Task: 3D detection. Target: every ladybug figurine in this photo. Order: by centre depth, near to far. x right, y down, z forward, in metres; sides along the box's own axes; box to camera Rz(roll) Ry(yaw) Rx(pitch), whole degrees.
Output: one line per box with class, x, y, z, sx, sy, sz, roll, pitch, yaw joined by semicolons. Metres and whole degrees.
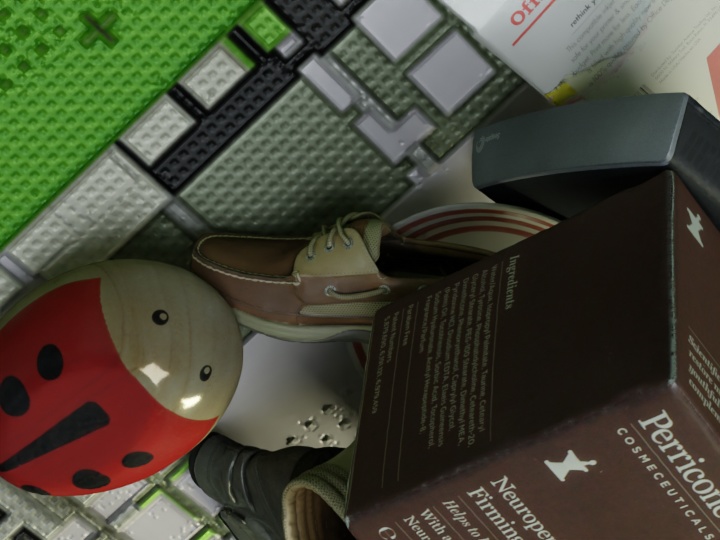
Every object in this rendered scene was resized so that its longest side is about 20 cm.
ladybug figurine;-0.158;0.073;1.155;0.199;0.072;0.136;-34;107;30

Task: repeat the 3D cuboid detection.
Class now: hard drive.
hard drive;0.155;-0.043;1.117;0.134;0.199;0.043;36;71;-24

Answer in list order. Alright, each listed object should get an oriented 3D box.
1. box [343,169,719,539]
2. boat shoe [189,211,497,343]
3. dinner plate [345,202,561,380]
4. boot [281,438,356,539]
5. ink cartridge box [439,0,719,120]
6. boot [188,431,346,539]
box;0.121;0.089;1.039;0.199;0.165;0.166;-26;122;27
boat shoe;0.000;0.000;1.152;0.198;0.076;0.074;11;121;4
dinner plate;0.086;0.037;1.207;0.198;0.024;0.202;8;127;11
boot;0.037;0.181;1.134;0.072;0.155;0.202;-19;99;33
ink cartridge box;0.134;-0.155;1.120;0.199;0.068;0.117;37;105;-27
boot;-0.020;0.180;1.244;0.068;0.130;0.201;-46;118;-31
